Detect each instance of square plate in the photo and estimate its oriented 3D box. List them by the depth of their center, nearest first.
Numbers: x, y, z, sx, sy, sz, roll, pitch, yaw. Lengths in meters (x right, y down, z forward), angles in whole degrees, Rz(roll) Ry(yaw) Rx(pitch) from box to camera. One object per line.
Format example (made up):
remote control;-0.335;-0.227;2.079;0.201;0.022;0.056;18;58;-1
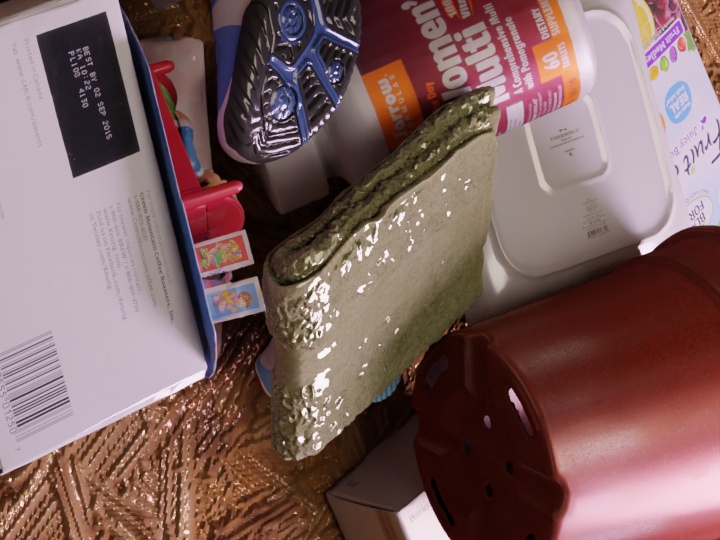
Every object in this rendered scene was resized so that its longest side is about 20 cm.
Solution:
square plate;0.125;-0.081;1.245;0.199;0.028;0.200;-18;94;-33

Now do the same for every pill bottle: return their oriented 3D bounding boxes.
pill bottle;0.026;-0.113;1.131;0.199;0.110;0.110;-24;114;-6

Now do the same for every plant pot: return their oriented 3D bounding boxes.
plant pot;0.148;0.089;1.173;0.194;0.200;0.203;-12;104;-29

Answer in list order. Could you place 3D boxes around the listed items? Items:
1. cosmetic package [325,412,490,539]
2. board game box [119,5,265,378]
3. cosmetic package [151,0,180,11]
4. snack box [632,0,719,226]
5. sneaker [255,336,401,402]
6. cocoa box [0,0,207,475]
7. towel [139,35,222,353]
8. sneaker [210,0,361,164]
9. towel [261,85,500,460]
cosmetic package;0.066;0.200;1.272;0.105;0.071;0.201;-40;119;-31
board game box;-0.089;-0.047;1.004;0.039;0.158;0.202;-15;101;-13
cosmetic package;-0.067;-0.258;1.095;0.200;0.052;0.151;-37;103;-32
snack box;0.187;-0.090;1.353;0.142;0.053;0.201;-42;119;-28
sneaker;0.000;0.000;1.193;0.077;0.080;0.201;57;41;-28
cocoa box;-0.180;-0.025;0.948;0.133;0.131;0.202;-26;112;-38
towel;-0.164;-0.025;1.071;0.199;0.032;0.193;-11;101;-40
sneaker;-0.047;-0.149;1.018;0.076;0.077;0.202;26;67;-47
towel;0.013;0.001;1.066;0.200;0.036;0.149;-44;148;-38
